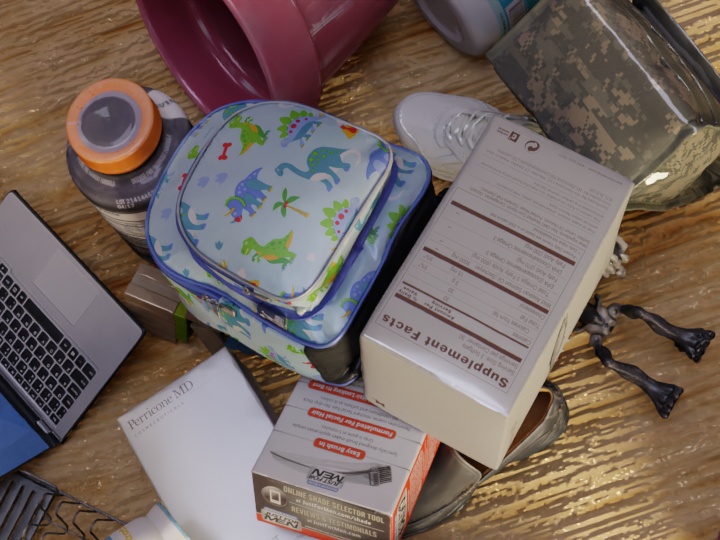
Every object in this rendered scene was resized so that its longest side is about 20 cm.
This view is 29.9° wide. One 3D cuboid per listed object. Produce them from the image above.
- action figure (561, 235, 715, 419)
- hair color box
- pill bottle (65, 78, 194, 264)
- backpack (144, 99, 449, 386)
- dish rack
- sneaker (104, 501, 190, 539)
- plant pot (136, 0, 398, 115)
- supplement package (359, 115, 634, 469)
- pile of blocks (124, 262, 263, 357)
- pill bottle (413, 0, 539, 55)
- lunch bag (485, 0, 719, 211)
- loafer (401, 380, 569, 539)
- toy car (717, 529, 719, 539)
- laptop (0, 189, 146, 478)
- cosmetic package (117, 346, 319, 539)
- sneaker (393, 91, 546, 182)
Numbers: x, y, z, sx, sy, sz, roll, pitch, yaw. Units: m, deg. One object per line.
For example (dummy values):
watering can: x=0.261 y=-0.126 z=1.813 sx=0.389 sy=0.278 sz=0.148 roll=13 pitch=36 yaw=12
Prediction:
action figure: x=0.179 y=0.028 z=1.074 sx=0.199 sy=0.102 sz=0.119 roll=31 pitch=84 yaw=14
hair color box: x=0.006 y=0.110 z=1.026 sx=0.110 sy=0.064 sz=0.201 roll=14 pitch=46 yaw=15
pill bottle: x=-0.175 y=-0.082 z=1.108 sx=0.105 sy=0.200 sz=0.107 roll=-3 pitch=71 yaw=8
backpack: x=-0.058 y=-0.038 z=1.005 sx=0.199 sy=0.147 sz=0.184 roll=22 pitch=71 yaw=25
dish rack: x=-0.243 y=0.253 z=1.085 sx=0.198 sy=0.055 sz=0.154 roll=23 pitch=76 yaw=14
sneaker: x=-0.141 y=0.274 z=1.010 sx=0.080 sy=0.076 sz=0.201 roll=-29 pitch=111 yaw=-19
plant pot: x=-0.069 y=-0.236 z=1.160 sx=0.179 sy=0.201 sz=0.200 roll=-37 pitch=70 yaw=-22
supplement package: x=0.096 y=0.016 z=0.961 sx=0.117 sy=0.117 sz=0.201 roll=27 pitch=68 yaw=13
pile of blocks: x=-0.105 y=0.028 z=1.127 sx=0.198 sy=0.082 sz=0.063 roll=8 pitch=58 yaw=26
pill bottle: x=0.139 y=-0.290 z=1.179 sx=0.200 sy=0.111 sz=0.111 roll=-42 pitch=71 yaw=-7
lunch bag: x=0.221 y=-0.138 z=1.078 sx=0.118 sy=0.199 sz=0.165 roll=-43 pitch=71 yaw=27
loafer: x=0.074 y=0.144 z=1.065 sx=0.199 sy=0.072 sz=0.073 roll=-36 pitch=73 yaw=-3
toy car: x=0.333 y=0.204 z=0.978 sx=0.149 sy=0.175 sz=0.201 roll=16 pitch=72 yaw=49
laptop: x=-0.320 y=0.063 z=1.122 sx=0.187 sy=0.116 sz=0.200 roll=43 pitch=103 yaw=18
cosmetic package: x=-0.094 y=0.177 z=1.075 sx=0.112 sy=0.081 sz=0.201 roll=-35 pitch=72 yaw=-2
sneaker: x=0.116 y=-0.109 z=1.127 sx=0.199 sy=0.099 sz=0.078 roll=24 pitch=77 yaw=15
